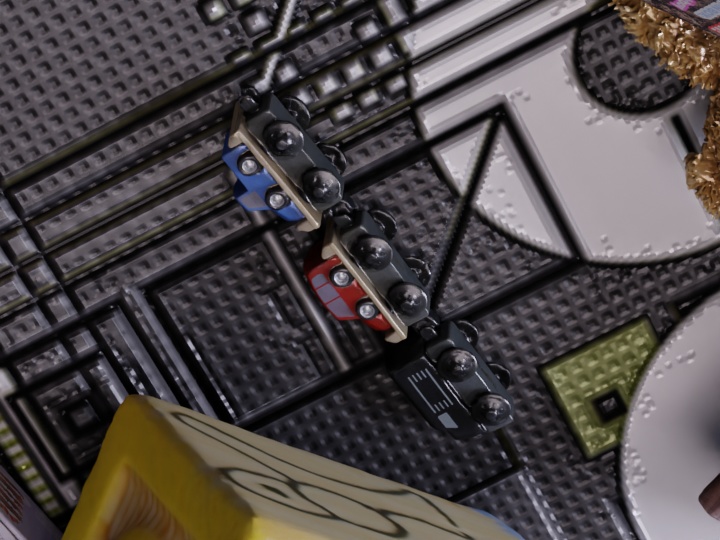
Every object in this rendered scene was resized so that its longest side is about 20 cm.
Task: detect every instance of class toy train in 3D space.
[{"bbox_3d":[0.000,0.000,1.129,0.046,0.034,0.200,-28,116,21],"label":"toy train"}]

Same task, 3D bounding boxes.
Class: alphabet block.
[{"bbox_3d":[-0.026,0.190,1.092,0.199,0.195,0.197,21,94,-23],"label":"alphabet block"}]

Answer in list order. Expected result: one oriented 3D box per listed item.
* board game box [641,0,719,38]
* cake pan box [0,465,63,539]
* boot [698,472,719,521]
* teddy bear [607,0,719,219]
[{"bbox_3d":[0.157,-0.178,0.981,0.199,0.097,0.160,24,83,-7],"label":"board game box"},{"bbox_3d":[-0.188,0.203,1.192,0.184,0.052,0.200,-35,113,12],"label":"cake pan box"},{"bbox_3d":[0.211,0.055,1.114,0.166,0.072,0.200,-45,147,17],"label":"boot"},{"bbox_3d":[0.175,-0.120,1.081,0.145,0.067,0.200,-29,108,-2],"label":"teddy bear"}]
